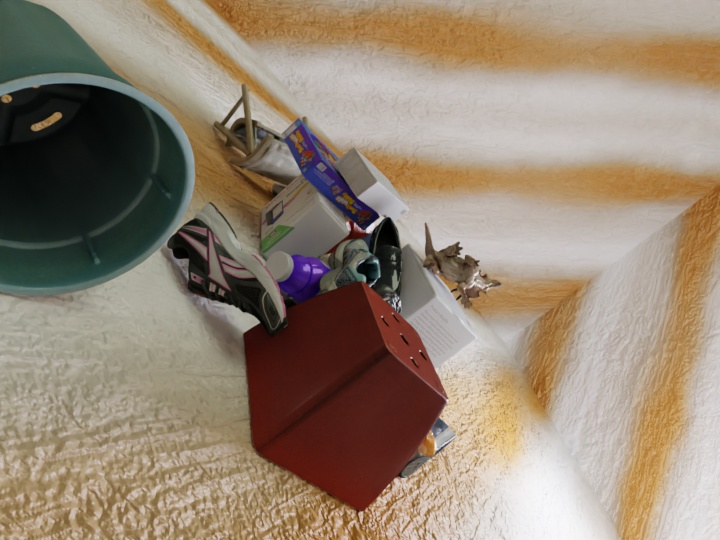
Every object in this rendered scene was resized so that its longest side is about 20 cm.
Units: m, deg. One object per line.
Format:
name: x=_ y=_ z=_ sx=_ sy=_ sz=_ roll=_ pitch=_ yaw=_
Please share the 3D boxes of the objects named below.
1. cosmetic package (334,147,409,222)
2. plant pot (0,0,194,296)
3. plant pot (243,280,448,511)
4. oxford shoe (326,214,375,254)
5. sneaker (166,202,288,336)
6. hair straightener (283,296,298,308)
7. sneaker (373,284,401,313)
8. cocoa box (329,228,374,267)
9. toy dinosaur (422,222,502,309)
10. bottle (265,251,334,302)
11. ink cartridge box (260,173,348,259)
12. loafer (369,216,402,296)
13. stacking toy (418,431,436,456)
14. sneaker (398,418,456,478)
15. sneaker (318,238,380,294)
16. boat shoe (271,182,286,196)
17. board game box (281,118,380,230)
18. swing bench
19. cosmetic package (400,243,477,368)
cosmetic package: x=0.025 y=-0.153 z=1.068 sx=0.083 sy=0.050 sz=0.200 roll=59 pitch=13 yaw=19
plant pot: x=-0.275 y=-0.119 z=0.483 sx=0.196 sy=0.200 sz=0.200 roll=49 pitch=9 yaw=30
plant pot: x=-0.009 y=0.138 z=0.716 sx=0.200 sy=0.176 sz=0.201 roll=44 pitch=15 yaw=-34
oxford shoe: x=-0.065 y=-0.089 z=1.249 sx=0.198 sy=0.072 sz=0.072 roll=-18 pitch=40 yaw=-32
sneaker: x=-0.168 y=0.013 z=0.713 sx=0.200 sy=0.086 sz=0.081 roll=46 pitch=-19 yaw=24
hair straightener: x=-0.073 y=0.090 z=0.937 sx=0.200 sy=0.041 sz=0.077 roll=38 pitch=19 yaw=-49
sneaker: x=0.010 y=0.076 z=0.935 sx=0.080 sy=0.073 sz=0.201 roll=61 pitch=-24 yaw=23
cocoa box: x=0.017 y=0.005 z=1.300 sx=0.134 sy=0.131 sz=0.200 roll=47 pitch=13 yaw=-19
toy dinosaur: x=0.180 y=-0.003 z=1.106 sx=0.200 sy=0.086 sz=0.136 roll=41 pitch=4 yaw=2
bottle: x=-0.088 y=0.020 z=0.983 sx=0.065 sy=0.084 sz=0.200 roll=45 pitch=7 yaw=32
ink cartridge box: x=-0.111 y=-0.095 z=1.081 sx=0.088 sy=0.145 sz=0.201 roll=46 pitch=14 yaw=-26
loafer: x=0.044 y=-0.016 z=1.055 sx=0.067 sy=0.071 sz=0.202 roll=8 pitch=46 yaw=-8
stacking toy: x=0.053 y=0.195 z=0.864 sx=0.201 sy=0.109 sz=0.117 roll=56 pitch=-24 yaw=34
sneaker: x=0.070 y=0.248 z=0.936 sx=0.147 sy=0.077 sz=0.202 roll=51 pitch=15 yaw=18
sneaker: x=0.000 y=0.000 z=0.979 sx=0.078 sy=0.086 sz=0.201 roll=61 pitch=23 yaw=-21
boat shoe: x=-0.126 y=-0.131 z=1.319 sx=0.199 sy=0.057 sz=0.069 roll=33 pitch=11 yaw=0
board game box: x=-0.053 y=-0.177 z=1.073 sx=0.200 sy=0.045 sz=0.135 roll=39 pitch=18 yaw=-48
swing bench: x=-0.191 y=-0.273 z=1.268 sx=0.198 sy=0.130 sz=0.201 roll=18 pitch=35 yaw=-47
cosmetic package: x=0.085 y=0.098 z=1.122 sx=0.167 sy=0.199 sz=0.167 roll=43 pitch=15 yaw=-37
